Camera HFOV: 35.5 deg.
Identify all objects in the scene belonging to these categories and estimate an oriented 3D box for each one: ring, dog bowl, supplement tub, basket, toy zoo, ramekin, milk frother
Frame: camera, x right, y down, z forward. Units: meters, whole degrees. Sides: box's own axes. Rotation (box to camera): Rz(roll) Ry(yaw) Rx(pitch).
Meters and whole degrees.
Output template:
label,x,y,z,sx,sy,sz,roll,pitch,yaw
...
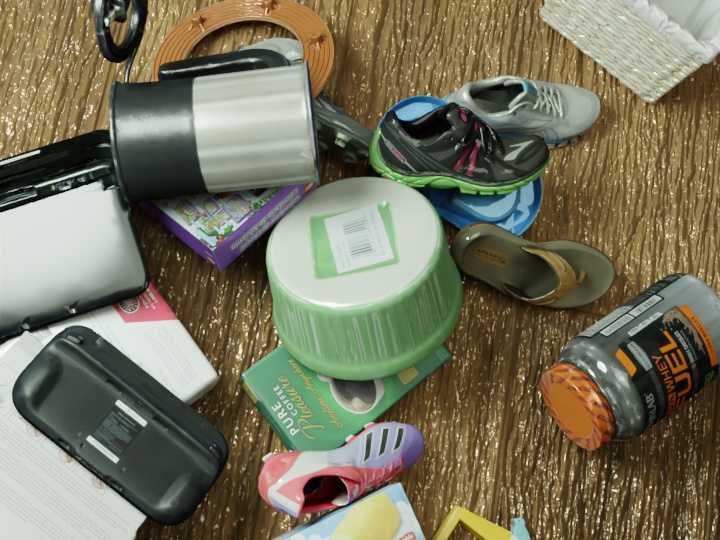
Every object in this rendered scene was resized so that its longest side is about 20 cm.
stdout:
label,x,y,z,sx,sy,sz,roll,pitch,yaw
ring,-0.125,-0.227,1.195,0.198,0.019,0.202,-4,54,6
dog bowl,0.104,-0.109,1.244,0.199,0.050,0.112,31,84,-4
supplement tub,0.298,0.099,1.205,0.199,0.123,0.123,-31,84,-19
basket,0.343,-0.340,1.315,0.199,0.161,0.199,37,70,-2
toy zoo,0.112,0.338,1.149,0.131,0.020,0.201,36,70,-2
ramekin,0.000,0.000,1.124,0.197,0.098,0.202,-6,48,7
milk frother,-0.139,-0.176,1.038,0.186,0.201,0.182,-7,60,-1

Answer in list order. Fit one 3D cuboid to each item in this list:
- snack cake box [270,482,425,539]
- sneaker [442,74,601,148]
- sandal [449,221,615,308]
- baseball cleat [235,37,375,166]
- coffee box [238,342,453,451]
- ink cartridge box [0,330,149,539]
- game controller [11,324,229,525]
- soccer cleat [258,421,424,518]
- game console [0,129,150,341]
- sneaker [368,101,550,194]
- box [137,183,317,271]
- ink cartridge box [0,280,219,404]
label,x,y,z,sx,sy,sz,roll,pitch,yaw
snack cake box,-0.047,0.278,1.077,0.198,0.115,0.068,-23,83,-19
sneaker,0.191,-0.186,1.277,0.198,0.087,0.076,-6,75,-16
sandal,0.190,0.002,1.217,0.198,0.054,0.081,15,111,-23
baseball cleat,-0.056,-0.192,1.212,0.198,0.070,0.107,25,70,7
coffee box,-0.015,0.103,1.170,0.199,0.044,0.123,-37,86,-20
ink cartridge box,-0.282,0.181,0.999,0.200,0.045,0.177,40,47,-3
game controller,-0.215,0.139,1.020,0.199,0.042,0.105,39,62,-4
soccer cleat,-0.007,0.198,1.094,0.198,0.076,0.067,-6,115,-37
game console,-0.318,-0.035,1.095,0.198,0.176,0.118,-18,118,-6
sneaker,0.109,-0.129,1.165,0.197,0.085,0.077,0,30,-17
box,-0.161,-0.103,1.147,0.199,0.039,0.137,36,68,29
ink cartridge box,-0.260,0.109,1.087,0.199,0.083,0.146,-35,86,-18
